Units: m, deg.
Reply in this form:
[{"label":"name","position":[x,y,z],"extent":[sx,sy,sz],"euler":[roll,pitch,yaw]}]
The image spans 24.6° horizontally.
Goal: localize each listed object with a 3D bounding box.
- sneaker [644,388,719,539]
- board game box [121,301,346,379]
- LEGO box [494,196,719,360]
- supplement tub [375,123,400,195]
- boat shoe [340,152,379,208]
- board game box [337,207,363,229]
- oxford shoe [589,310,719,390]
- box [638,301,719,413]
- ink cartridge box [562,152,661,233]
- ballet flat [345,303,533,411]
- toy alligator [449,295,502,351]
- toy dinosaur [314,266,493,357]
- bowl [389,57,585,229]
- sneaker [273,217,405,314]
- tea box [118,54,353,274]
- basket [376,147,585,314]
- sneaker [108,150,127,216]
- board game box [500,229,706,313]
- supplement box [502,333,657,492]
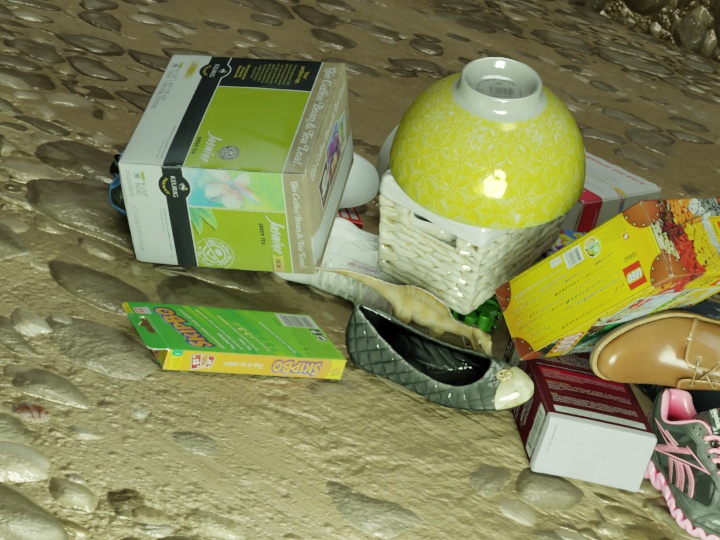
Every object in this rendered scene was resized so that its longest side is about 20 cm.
[{"label":"sneaker","position":[0.316,0.176,1.502],"extent":[0.079,0.096,0.200],"euler":[8,23,-30]},{"label":"board game box","position":[-0.121,0.065,1.544],"extent":[0.199,0.030,0.096],"euler":[8,22,-29]},{"label":"LEGO box","position":[0.251,0.008,1.558],"extent":[0.148,0.200,0.078],"euler":[-4,69,-43]},{"label":"supplement tub","position":[0.128,-0.096,1.974],"extent":[0.200,0.146,0.144],"euler":[32,26,36]},{"label":"boat shoe","position":[-0.076,-0.122,1.867],"extent":[0.199,0.072,0.068],"euler":[8,23,-1]},{"label":"board game box","position":[-0.091,-0.085,1.917],"extent":[0.150,0.047,0.200],"euler":[10,22,-17]},{"label":"oxford shoe","position":[0.315,0.083,1.545],"extent":[0.199,0.072,0.071],"euler":[-3,30,-10]},{"label":"box","position":[0.420,0.120,1.709],"extent":[0.199,0.105,0.182],"euler":[6,24,-25]},{"label":"ink cartridge box","position":[0.278,-0.091,2.161],"extent":[0.147,0.086,0.199],"euler":[31,23,34]},{"label":"ballet flat","position":[0.070,0.086,1.561],"extent":[0.199,0.057,0.066],"euler":[17,38,25]},{"label":"toy alligator","position":[0.125,0.043,1.741],"extent":[0.054,0.060,0.200],"euler":[11,22,-15]},{"label":"toy dinosaur","position":[0.050,0.034,1.637],"extent":[0.199,0.058,0.101],"euler":[27,-20,3]},{"label":"bowl","position":[0.131,-0.142,1.611],"extent":[0.199,0.108,0.201],"euler":[4,39,-4]},{"label":"sneaker","position":[0.000,0.000,1.734],"extent":[0.199,0.075,0.100],"euler":[4,42,-8]},{"label":"tea box","position":[-0.121,-0.113,1.703],"extent":[0.195,0.134,0.201],"euler":[4,41,12]},{"label":"basket","position":[0.122,-0.063,1.697],"extent":[0.135,0.124,0.200],"euler":[28,43,26]},{"label":"sneaker","position":[-0.240,-0.097,1.831],"extent":[0.089,0.079,0.200],"euler":[1,14,13]},{"label":"board game box","position":[0.267,0.026,1.830],"extent":[0.199,0.104,0.105],"euler":[10,22,-18]},{"label":"supplement box","position":[0.204,0.129,1.583],"extent":[0.108,0.061,0.200],"euler":[13,22,-9]}]
